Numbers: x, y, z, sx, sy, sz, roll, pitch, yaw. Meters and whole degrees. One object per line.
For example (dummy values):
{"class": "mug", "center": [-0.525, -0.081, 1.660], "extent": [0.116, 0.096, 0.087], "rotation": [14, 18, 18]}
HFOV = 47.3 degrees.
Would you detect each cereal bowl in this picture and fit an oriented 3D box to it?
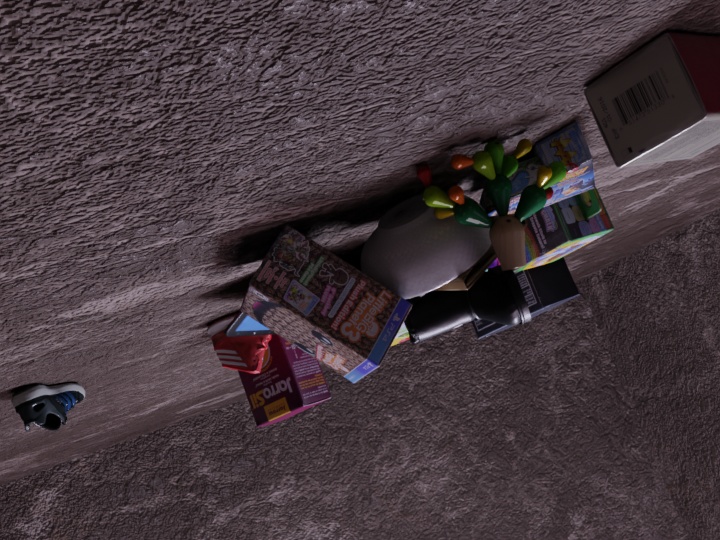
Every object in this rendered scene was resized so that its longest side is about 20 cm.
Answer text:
{"class": "cereal bowl", "center": [0.083, -0.048, 1.155], "extent": [0.198, 0.084, 0.201], "rotation": [-26, -158, 11]}

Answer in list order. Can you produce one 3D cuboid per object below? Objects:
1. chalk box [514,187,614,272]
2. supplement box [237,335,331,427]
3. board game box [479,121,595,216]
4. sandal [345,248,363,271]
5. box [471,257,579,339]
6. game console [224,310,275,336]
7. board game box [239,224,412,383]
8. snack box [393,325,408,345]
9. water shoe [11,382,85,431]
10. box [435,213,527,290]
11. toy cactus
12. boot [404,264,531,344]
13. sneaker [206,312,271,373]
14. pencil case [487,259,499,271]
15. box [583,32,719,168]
{"class": "chalk box", "center": [0.344, -0.096, 1.433], "extent": [0.123, 0.126, 0.199], "rotation": [-13, 168, -36]}
{"class": "supplement box", "center": [-0.163, 0.184, 1.609], "extent": [0.130, 0.202, 0.103], "rotation": [-28, 168, 28]}
{"class": "board game box", "center": [0.265, -0.142, 1.216], "extent": [0.197, 0.062, 0.200], "rotation": [-21, 168, 0]}
{"class": "sandal", "center": [0.000, 0.000, 1.430], "extent": [0.075, 0.049, 0.200], "rotation": [-15, 167, -36]}
{"class": "box", "center": [0.292, 0.003, 1.620], "extent": [0.122, 0.201, 0.200], "rotation": [-13, 168, -36]}
{"class": "game console", "center": [-0.095, 0.065, 1.338], "extent": [0.170, 0.121, 0.200], "rotation": [11, -179, 20]}
{"class": "board game box", "center": [-0.052, 0.051, 1.127], "extent": [0.098, 0.199, 0.160], "rotation": [-59, -178, -20]}
{"class": "snack box", "center": [0.031, 0.089, 1.422], "extent": [0.141, 0.054, 0.200], "rotation": [-23, 159, 15]}
{"class": "water shoe", "center": [-0.557, 0.251, 1.481], "extent": [0.071, 0.080, 0.200], "rotation": [-22, 170, 8]}
{"class": "box", "center": [0.124, -0.025, 1.195], "extent": [0.199, 0.021, 0.163], "rotation": [-4, -147, 51]}
{"class": "toy cactus", "center": [0.175, -0.083, 1.066], "extent": [0.197, 0.168, 0.102], "rotation": [-10, 177, -20]}
{"class": "boot", "center": [0.137, 0.052, 1.126], "extent": [0.160, 0.074, 0.198], "rotation": [-20, -171, 1]}
{"class": "sneaker", "center": [-0.172, 0.121, 1.503], "extent": [0.198, 0.117, 0.078], "rotation": [-23, 170, 6]}
{"class": "pencil case", "center": [0.147, -0.024, 1.308], "extent": [0.087, 0.090, 0.200], "rotation": [-19, -161, -9]}
{"class": "box", "center": [0.391, -0.208, 1.007], "extent": [0.198, 0.110, 0.127], "rotation": [-12, 166, -43]}
